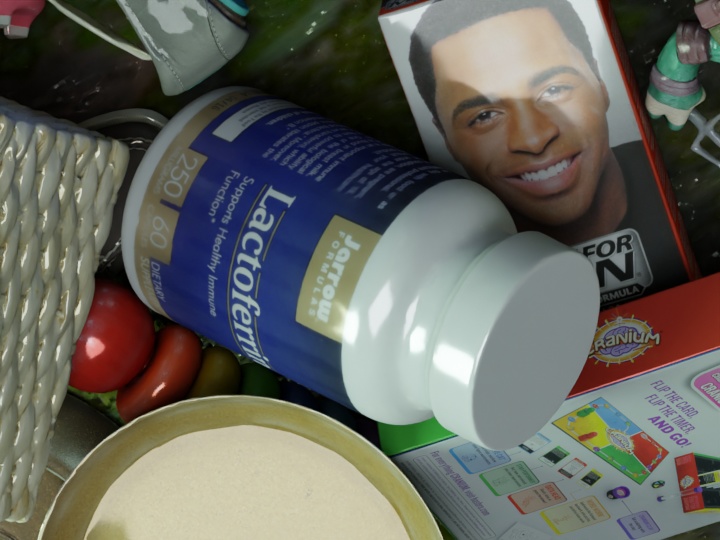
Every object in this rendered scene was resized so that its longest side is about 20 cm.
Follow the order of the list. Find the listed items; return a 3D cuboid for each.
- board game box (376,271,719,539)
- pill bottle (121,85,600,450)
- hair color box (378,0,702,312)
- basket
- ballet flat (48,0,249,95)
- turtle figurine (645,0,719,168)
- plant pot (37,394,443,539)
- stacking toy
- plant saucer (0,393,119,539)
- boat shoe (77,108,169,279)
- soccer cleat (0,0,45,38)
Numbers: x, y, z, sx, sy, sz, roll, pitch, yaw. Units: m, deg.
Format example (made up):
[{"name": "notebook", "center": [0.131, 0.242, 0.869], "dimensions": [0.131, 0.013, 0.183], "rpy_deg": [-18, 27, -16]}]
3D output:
[{"name": "board game box", "center": [0.127, 0.076, 1.259], "dimensions": [0.200, 0.040, 0.153], "rpy_deg": [-19, 143, 15]}, {"name": "pill bottle", "center": [0.000, 0.000, 1.198], "dimensions": [0.200, 0.116, 0.116], "rpy_deg": [24, 117, 32]}, {"name": "hair color box", "center": [0.087, -0.050, 1.246], "dimensions": [0.101, 0.061, 0.200], "rpy_deg": [-17, 110, 12]}, {"name": "basket", "center": [-0.225, 0.000, 1.170], "dimensions": [0.161, 0.198, 0.200], "rpy_deg": [16, 93, 21]}, {"name": "ballet flat", "center": [-0.134, -0.159, 1.183], "dimensions": [0.064, 0.067, 0.200], "rpy_deg": [-42, 95, 11]}, {"name": "turtle figurine", "center": [0.181, -0.133, 1.187], "dimensions": [0.150, 0.101, 0.200], "rpy_deg": [-33, 95, 1]}, {"name": "plant pot", "center": [-0.053, 0.153, 1.236], "dimensions": [0.200, 0.027, 0.200], "rpy_deg": [2, 100, 9]}, {"name": "stacking toy", "center": [-0.067, 0.073, 1.280], "dimensions": [0.200, 0.085, 0.085], "rpy_deg": [33, 111, -18]}, {"name": "plant saucer", "center": [-0.191, 0.149, 1.364], "dimensions": [0.200, 0.032, 0.200], "rpy_deg": [2, 111, 4]}, {"name": "boat shoe", "center": [-0.165, -0.002, 1.284], "dimensions": [0.200, 0.060, 0.072], "rpy_deg": [-35, 106, 16]}, {"name": "soccer cleat", "center": [-0.239, -0.150, 1.236], "dimensions": [0.200, 0.067, 0.077], "rpy_deg": [4, 83, 8]}]
